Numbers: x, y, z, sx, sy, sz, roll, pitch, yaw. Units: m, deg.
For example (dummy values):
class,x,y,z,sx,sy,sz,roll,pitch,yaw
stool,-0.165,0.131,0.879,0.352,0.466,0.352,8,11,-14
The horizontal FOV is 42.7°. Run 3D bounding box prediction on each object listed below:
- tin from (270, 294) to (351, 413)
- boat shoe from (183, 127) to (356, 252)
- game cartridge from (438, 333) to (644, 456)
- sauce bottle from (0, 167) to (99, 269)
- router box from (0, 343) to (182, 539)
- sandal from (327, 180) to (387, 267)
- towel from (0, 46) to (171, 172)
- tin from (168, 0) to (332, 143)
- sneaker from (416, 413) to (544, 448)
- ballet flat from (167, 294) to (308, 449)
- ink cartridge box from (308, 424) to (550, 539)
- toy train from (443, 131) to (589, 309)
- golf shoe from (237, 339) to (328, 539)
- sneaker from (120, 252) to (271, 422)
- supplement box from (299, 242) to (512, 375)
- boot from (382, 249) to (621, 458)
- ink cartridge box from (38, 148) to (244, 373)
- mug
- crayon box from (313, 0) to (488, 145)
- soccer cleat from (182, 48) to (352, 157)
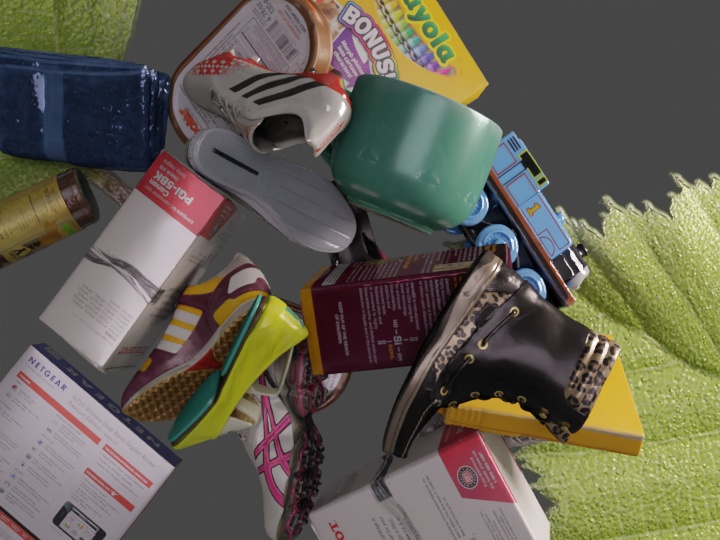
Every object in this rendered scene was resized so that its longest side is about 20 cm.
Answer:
class,x,y,z,sx,sy,sz,roll,pitch,yaw
tin,-0.103,0.082,0.980,0.196,0.042,0.114,18,83,-1
boat shoe,-0.090,-0.085,0.934,0.199,0.062,0.073,33,85,-27
game cartridge,0.170,0.107,0.924,0.196,0.177,0.033,8,118,0
sauce bottle,-0.373,-0.039,0.963,0.197,0.065,0.066,-25,89,-1
router box,-0.318,0.210,0.961,0.199,0.049,0.180,40,87,0
sandal,0.000,0.000,0.981,0.074,0.045,0.203,-22,89,-3
towel,-0.297,-0.165,0.952,0.196,0.049,0.114,8,102,11
tin,-0.117,-0.201,0.945,0.199,0.042,0.113,-39,80,21
sneaker,0.153,0.149,0.961,0.196,0.082,0.076,-15,88,-2
ballet flat,-0.114,0.111,0.873,0.066,0.067,0.201,29,116,-13
ink cartridge box,0.070,0.251,0.921,0.198,0.084,0.146,-29,93,16
toy train,0.162,-0.040,0.970,0.113,0.087,0.202,-34,89,-9
golf shoe,-0.084,0.169,0.932,0.090,0.072,0.204,2,86,19
sneaker,-0.168,0.070,0.932,0.199,0.075,0.091,-38,52,11
supplement box,0.051,0.036,0.889,0.196,0.110,0.087,-7,101,10
boot,0.118,0.103,0.800,0.149,0.073,0.202,29,98,3
ink cartridge box,-0.213,-0.006,0.924,0.082,0.147,0.201,36,86,2
mug,0.039,-0.107,0.892,0.150,0.184,0.116,20,92,-29
crayon box,0.011,-0.231,0.984,0.171,0.058,0.202,-33,89,-3
soccer cleat,-0.098,-0.151,0.856,0.197,0.069,0.086,14,60,29
